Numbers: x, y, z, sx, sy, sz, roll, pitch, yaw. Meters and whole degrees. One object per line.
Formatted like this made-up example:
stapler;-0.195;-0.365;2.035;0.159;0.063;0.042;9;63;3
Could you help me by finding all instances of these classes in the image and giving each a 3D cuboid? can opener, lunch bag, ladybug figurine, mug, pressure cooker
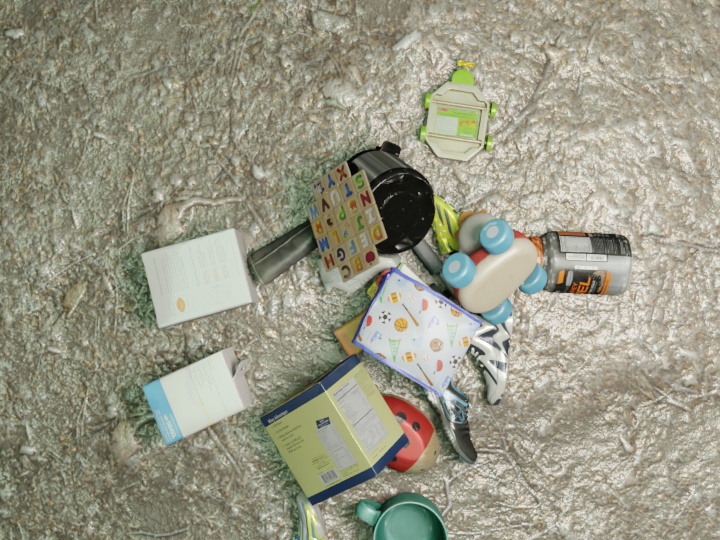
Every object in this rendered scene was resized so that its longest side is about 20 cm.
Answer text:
can opener;0.139;0.000;1.608;0.066;0.053;0.201;-38;87;-1
lunch bag;0.102;0.112;1.482;0.197;0.124;0.173;29;88;-7
ladybug figurine;0.075;0.335;1.590;0.198;0.072;0.137;35;89;2
mug;0.091;0.513;1.564;0.150;0.114;0.188;-28;88;0
pressure cooker;0.038;-0.142;1.547;0.173;0.200;0.181;-30;122;-8

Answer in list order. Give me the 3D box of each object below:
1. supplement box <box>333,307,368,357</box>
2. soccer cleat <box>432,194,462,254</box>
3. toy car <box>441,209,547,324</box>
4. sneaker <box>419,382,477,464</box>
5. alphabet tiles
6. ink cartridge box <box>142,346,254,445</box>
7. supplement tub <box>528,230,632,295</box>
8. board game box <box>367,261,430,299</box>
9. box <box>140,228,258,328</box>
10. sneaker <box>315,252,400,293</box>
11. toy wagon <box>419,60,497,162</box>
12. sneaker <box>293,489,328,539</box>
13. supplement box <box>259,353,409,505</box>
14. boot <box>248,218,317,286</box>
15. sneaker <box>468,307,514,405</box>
supplement box;0.043;0.098;1.601;0.198;0.069;0.067;-33;89;1
soccer cleat;0.180;-0.080;1.605;0.084;0.065;0.200;-43;89;2
toy car;0.231;-0.036;1.510;0.176;0.201;0.184;-41;132;11
sneaker;0.196;0.296;1.589;0.081;0.073;0.203;-27;89;-1
alphabet tiles;-0.030;-0.090;1.459;0.165;0.006;0.204;-27;78;39
ink cartridge box;-0.311;0.244;1.569;0.196;0.129;0.128;-23;89;1
supplement tub;0.435;-0.015;1.570;0.194;0.123;0.126;3;88;2
board game box;0.113;0.075;1.557;0.199;0.030;0.096;42;88;6
box;-0.324;0.016;1.587;0.195;0.106;0.156;-14;89;0
sneaker;0.000;0.000;1.578;0.197;0.070;0.082;-6;99;36
toy wagon;0.206;-0.332;1.624;0.151;0.040;0.206;8;88;1
sneaker;-0.114;0.556;1.585;0.103;0.076;0.204;-21;89;1
supplement box;-0.052;0.310;1.518;0.199;0.134;0.202;-34;88;36
boot;-0.122;-0.037;1.567;0.197;0.182;0.074;-29;120;-7
sneaker;0.242;0.167;1.595;0.126;0.079;0.205;7;102;15
